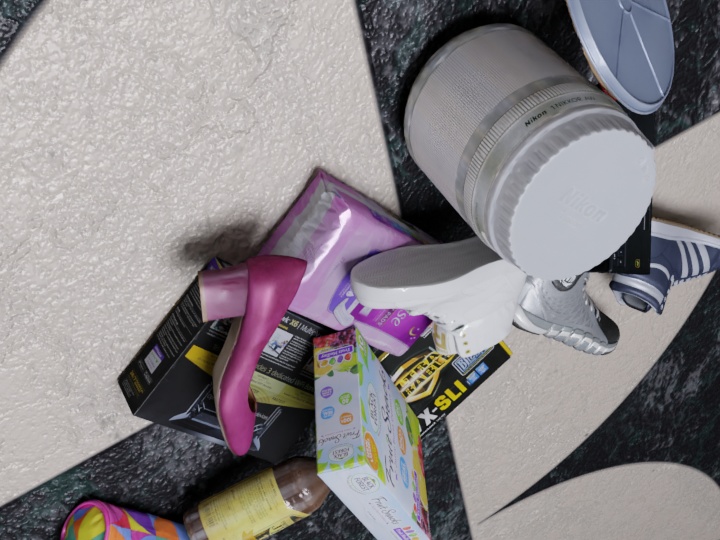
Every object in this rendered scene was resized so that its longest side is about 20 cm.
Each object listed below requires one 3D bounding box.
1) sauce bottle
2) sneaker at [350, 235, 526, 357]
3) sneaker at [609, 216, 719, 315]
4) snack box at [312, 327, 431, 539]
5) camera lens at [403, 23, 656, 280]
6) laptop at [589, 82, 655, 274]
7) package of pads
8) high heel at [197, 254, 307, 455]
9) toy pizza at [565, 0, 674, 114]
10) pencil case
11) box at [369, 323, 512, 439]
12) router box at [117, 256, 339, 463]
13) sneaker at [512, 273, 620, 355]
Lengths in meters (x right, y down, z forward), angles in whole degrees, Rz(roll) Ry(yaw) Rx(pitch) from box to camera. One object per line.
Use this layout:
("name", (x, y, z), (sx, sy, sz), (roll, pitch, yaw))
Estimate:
("sauce bottle", (-0.085, 0.235, 1.088), (0.198, 0.065, 0.065), (-27, 136, 2))
("sneaker", (0.075, 0.037, 0.973), (0.198, 0.074, 0.117), (-9, 124, -30))
("sneaker", (0.370, 0.001, 1.235), (0.198, 0.070, 0.110), (12, 92, -33))
("snack box", (0.013, 0.170, 1.020), (0.052, 0.144, 0.201), (-16, 141, 13))
("camera lens", (0.141, -0.108, 0.914), (0.158, 0.201, 0.162), (-16, 132, -18))
("laptop", (0.268, -0.086, 1.030), (0.198, 0.103, 0.180), (2, 90, -40))
("package of pads", (0.000, 0.000, 1.001), (0.199, 0.076, 0.121), (27, 110, -44))
("high heel", (-0.086, 0.080, 0.926), (0.095, 0.068, 0.202), (-8, 126, -8))
("toy pizza", (0.218, -0.232, 0.913), (0.031, 0.203, 0.199), (-15, 153, 39))
("pencil case", (-0.221, 0.302, 1.092), (0.088, 0.089, 0.199), (-46, 135, 8))
("box", (0.055, 0.112, 1.151), (0.200, 0.049, 0.160), (-43, 138, 3))
("router box", (-0.110, 0.093, 1.017), (0.158, 0.052, 0.199), (-50, 136, 10))
("sneaker", (0.255, 0.026, 1.198), (0.198, 0.075, 0.116), (14, 113, -40))
